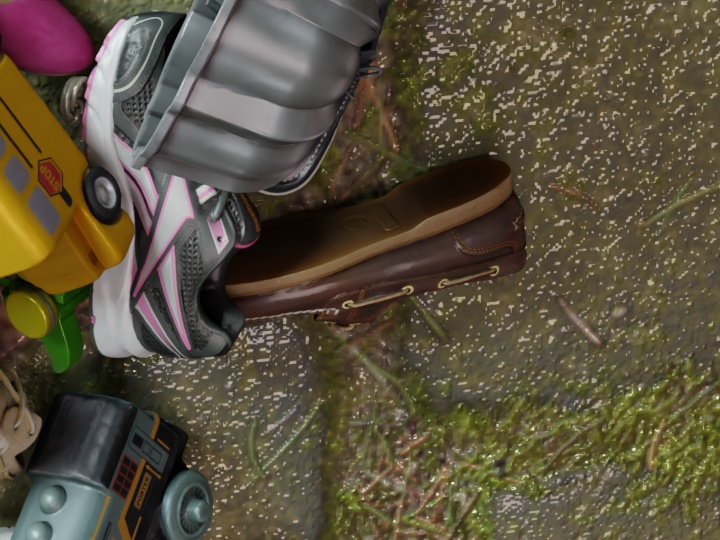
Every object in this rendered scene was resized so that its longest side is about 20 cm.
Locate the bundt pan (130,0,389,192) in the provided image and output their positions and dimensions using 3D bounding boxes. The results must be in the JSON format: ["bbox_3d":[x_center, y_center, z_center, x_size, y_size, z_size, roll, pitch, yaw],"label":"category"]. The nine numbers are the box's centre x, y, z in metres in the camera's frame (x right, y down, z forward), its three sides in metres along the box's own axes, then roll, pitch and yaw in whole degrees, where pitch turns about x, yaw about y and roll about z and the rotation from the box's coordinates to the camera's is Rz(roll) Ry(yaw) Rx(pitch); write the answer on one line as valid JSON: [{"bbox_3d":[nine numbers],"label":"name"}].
[{"bbox_3d":[-0.034,-0.125,1.106,0.075,0.202,0.202,25,115,-9],"label":"bundt pan"}]

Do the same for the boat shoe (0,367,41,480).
[{"bbox_3d":[-0.212,0.076,1.284,0.065,0.072,0.200,-16,160,-15],"label":"boat shoe"}]

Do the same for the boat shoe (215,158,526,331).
[{"bbox_3d":[0.000,0.000,1.322,0.199,0.070,0.071,-15,121,-4],"label":"boat shoe"}]

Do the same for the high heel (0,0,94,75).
[{"bbox_3d":[-0.203,-0.176,1.162,0.199,0.067,0.096,33,121,-16],"label":"high heel"}]

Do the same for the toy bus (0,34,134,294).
[{"bbox_3d":[-0.196,-0.064,1.151,0.065,0.078,0.200,-16,125,29],"label":"toy bus"}]

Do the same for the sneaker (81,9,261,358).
[{"bbox_3d":[-0.092,-0.044,1.242,0.086,0.080,0.201,10,118,18],"label":"sneaker"}]

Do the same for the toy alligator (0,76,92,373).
[{"bbox_3d":[-0.173,-0.031,1.268,0.054,0.059,0.201,24,132,21],"label":"toy alligator"}]

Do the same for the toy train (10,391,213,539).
[{"bbox_3d":[-0.157,0.166,1.331,0.085,0.201,0.114,6,154,32],"label":"toy train"}]

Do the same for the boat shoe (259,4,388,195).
[{"bbox_3d":[-0.026,-0.123,1.243,0.074,0.062,0.201,8,121,-20],"label":"boat shoe"}]

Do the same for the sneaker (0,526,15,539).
[{"bbox_3d":[-0.265,0.222,1.381,0.200,0.087,0.075,-36,85,7],"label":"sneaker"}]
